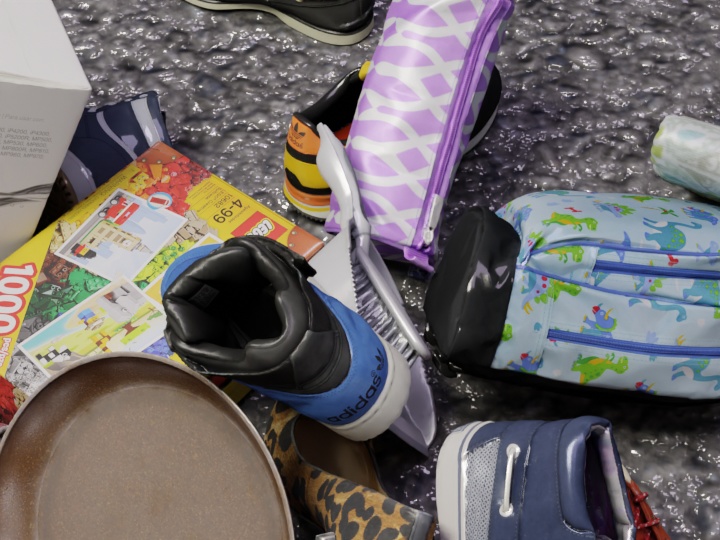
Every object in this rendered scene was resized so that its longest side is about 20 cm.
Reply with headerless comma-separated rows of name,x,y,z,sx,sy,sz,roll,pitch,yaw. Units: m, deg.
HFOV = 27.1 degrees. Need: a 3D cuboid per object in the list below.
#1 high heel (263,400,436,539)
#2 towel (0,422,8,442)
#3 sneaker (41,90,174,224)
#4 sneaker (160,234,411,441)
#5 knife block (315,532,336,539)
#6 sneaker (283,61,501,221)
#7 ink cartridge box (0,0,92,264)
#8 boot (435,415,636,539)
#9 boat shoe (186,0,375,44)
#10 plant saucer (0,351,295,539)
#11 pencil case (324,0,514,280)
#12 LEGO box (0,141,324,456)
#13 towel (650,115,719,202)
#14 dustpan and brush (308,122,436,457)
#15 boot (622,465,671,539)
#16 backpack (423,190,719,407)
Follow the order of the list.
high heel,0.002,0.101,0.824,0.071,0.143,0.202,15,50,-22
towel,-0.323,0.096,0.861,0.198,0.023,0.144,11,15,15
sneaker,-0.209,-0.103,1.060,0.108,0.071,0.200,-26,48,-30
sneaker,-0.068,0.015,0.789,0.077,0.111,0.199,-54,43,-3
knife block,0.020,0.224,0.688,0.064,0.176,0.200,-29,60,-23
sneaker,0.029,-0.115,1.055,0.199,0.091,0.070,-34,56,-26
ink cartridge box,-0.254,-0.084,0.946,0.082,0.201,0.147,4,41,-35
boot,0.092,0.173,0.741,0.072,0.090,0.203,-2,83,-47
boat shoe,-0.081,-0.240,1.187,0.199,0.063,0.074,20,53,18
plant saucer,-0.114,0.143,0.791,0.199,0.202,0.032,29,15,24
pencil case,0.040,-0.100,0.979,0.083,0.202,0.085,16,-2,-35
LEGO box,-0.140,0.031,0.934,0.148,0.078,0.200,31,55,25
towel,0.275,-0.050,0.956,0.169,0.049,0.200,19,6,15
dustpan and brush,0.000,0.000,0.895,0.057,0.140,0.201,-32,64,6
boot,0.144,0.165,0.798,0.075,0.108,0.199,-35,59,-30
backpack,0.152,0.016,0.906,0.198,0.155,0.163,23,9,-4
